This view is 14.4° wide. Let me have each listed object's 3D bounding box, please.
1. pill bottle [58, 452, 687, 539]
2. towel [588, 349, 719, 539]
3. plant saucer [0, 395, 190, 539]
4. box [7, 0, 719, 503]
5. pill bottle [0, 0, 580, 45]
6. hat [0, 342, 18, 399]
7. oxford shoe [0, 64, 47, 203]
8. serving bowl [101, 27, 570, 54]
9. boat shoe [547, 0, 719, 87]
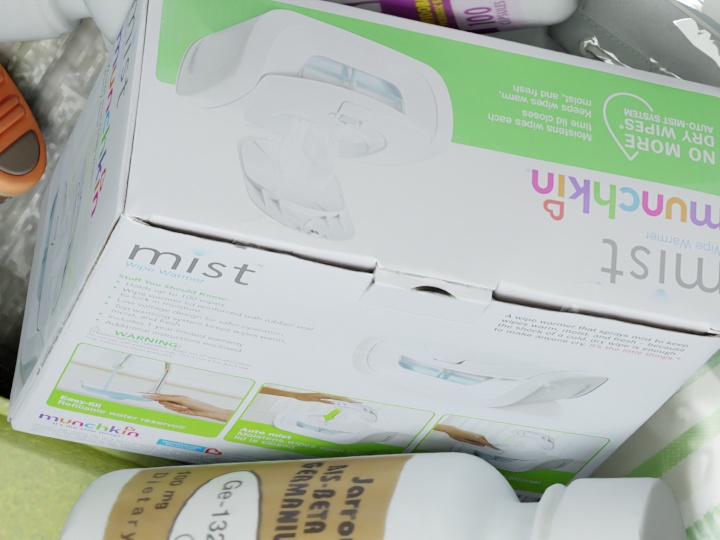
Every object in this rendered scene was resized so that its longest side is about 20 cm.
[{"bbox_3d":[0.006,0.119,0.953,0.199,0.114,0.115,-4,98,18],"label":"pill bottle"},{"bbox_3d":[0.116,0.131,1.063,0.152,0.023,0.200,-37,90,12],"label":"towel"},{"bbox_3d":[-0.129,0.141,1.054,0.199,0.048,0.200,23,104,-30],"label":"plant saucer"},{"bbox_3d":[0.000,0.000,0.945,0.199,0.177,0.097,11,62,-13],"label":"box"},{"bbox_3d":[-0.031,-0.126,0.935,0.199,0.112,0.113,-6,97,10],"label":"pill bottle"},{"bbox_3d":[-0.207,0.089,1.072,0.200,0.081,0.202,-9,117,-18],"label":"hat"},{"bbox_3d":[-0.207,-0.078,1.070,0.200,0.071,0.073,36,122,7],"label":"oxford shoe"},{"bbox_3d":[-0.007,-0.111,1.025,0.199,0.066,0.201,2,99,10],"label":"serving bowl"},{"bbox_3d":[0.153,-0.044,0.997,0.200,0.072,0.069,37,107,-13],"label":"boat shoe"}]
